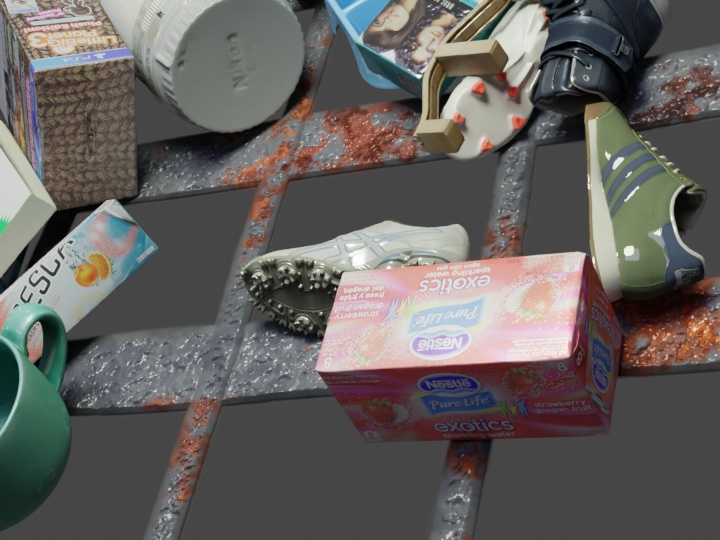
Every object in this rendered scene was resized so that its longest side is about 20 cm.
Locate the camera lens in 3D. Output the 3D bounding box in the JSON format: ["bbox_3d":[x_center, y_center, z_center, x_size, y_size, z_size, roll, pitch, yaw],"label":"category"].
[{"bbox_3d":[-0.162,-0.244,1.431,0.160,0.160,0.200,-39,43,-6],"label":"camera lens"}]

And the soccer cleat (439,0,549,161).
[{"bbox_3d":[0.130,-0.176,1.276,0.200,0.069,0.077,-54,18,-13],"label":"soccer cleat"}]

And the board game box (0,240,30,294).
[{"bbox_3d":[-0.431,-0.027,1.477,0.199,0.047,0.152,-11,47,23],"label":"board game box"}]

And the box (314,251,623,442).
[{"bbox_3d":[0.081,0.059,1.057,0.199,0.103,0.095,-4,49,26],"label":"box"}]

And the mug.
[{"bbox_3d":[-0.306,0.135,1.202,0.184,0.115,0.152,-32,47,-1],"label":"mug"}]

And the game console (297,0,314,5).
[{"bbox_3d":[-0.010,-0.382,1.499,0.199,0.119,0.171,-31,43,1],"label":"game console"}]

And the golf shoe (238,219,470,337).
[{"bbox_3d":[0.000,0.000,1.196,0.199,0.079,0.097,0,35,23],"label":"golf shoe"}]

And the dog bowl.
[{"bbox_3d":[0.025,-0.259,1.416,0.111,0.050,0.200,-31,42,3],"label":"dog bowl"}]

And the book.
[{"bbox_3d":[-0.376,-0.061,1.398,0.134,0.048,0.200,-50,42,6],"label":"book"}]

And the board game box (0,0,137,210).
[{"bbox_3d":[-0.299,-0.185,1.437,0.096,0.160,0.200,-12,41,-21],"label":"board game box"}]

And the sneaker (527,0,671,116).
[{"bbox_3d":[0.165,-0.222,1.199,0.077,0.202,0.147,-9,45,59],"label":"sneaker"}]

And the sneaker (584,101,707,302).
[{"bbox_3d":[0.222,-0.056,1.112,0.089,0.067,0.201,-6,47,12],"label":"sneaker"}]

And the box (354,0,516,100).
[{"bbox_3d":[0.090,-0.253,1.306,0.082,0.049,0.200,34,79,28],"label":"box"}]

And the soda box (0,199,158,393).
[{"bbox_3d":[-0.281,0.023,1.315,0.200,0.064,0.068,-44,13,-11],"label":"soda box"}]

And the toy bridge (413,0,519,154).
[{"bbox_3d":[0.093,-0.183,1.230,0.067,0.027,0.201,1,53,43],"label":"toy bridge"}]
